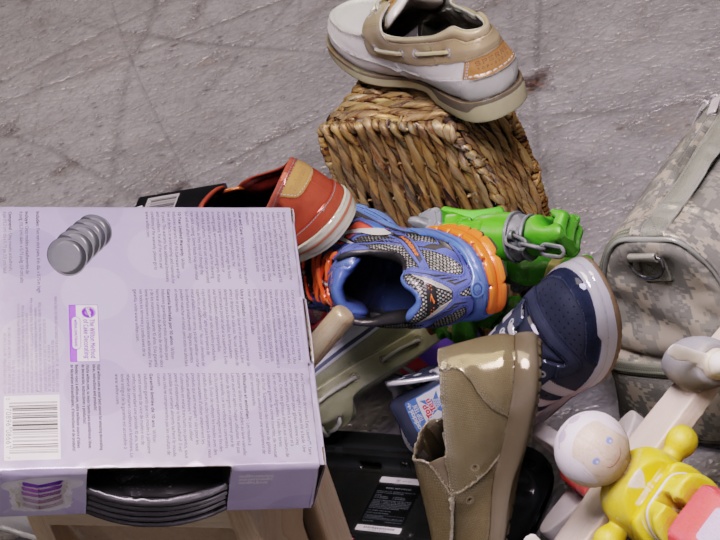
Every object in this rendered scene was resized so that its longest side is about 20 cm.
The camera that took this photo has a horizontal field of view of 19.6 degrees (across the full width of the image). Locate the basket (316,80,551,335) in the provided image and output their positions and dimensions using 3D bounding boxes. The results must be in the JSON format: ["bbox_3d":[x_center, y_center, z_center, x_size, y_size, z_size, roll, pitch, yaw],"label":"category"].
[{"bbox_3d":[0.077,-0.066,1.544,0.142,0.201,0.149,0,35,29],"label":"basket"}]

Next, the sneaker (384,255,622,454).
[{"bbox_3d":[0.084,0.064,1.299,0.108,0.200,0.070,-18,70,-24],"label":"sneaker"}]

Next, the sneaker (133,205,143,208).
[{"bbox_3d":[-0.150,0.038,1.284,0.074,0.082,0.200,-22,27,21],"label":"sneaker"}]

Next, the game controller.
[{"bbox_3d":[0.028,0.154,1.391,0.199,0.042,0.105,2,50,30],"label":"game controller"}]

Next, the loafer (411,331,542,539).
[{"bbox_3d":[0.063,0.123,1.261,0.067,0.201,0.076,12,22,4],"label":"loafer"}]

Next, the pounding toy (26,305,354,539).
[{"bbox_3d":[-0.085,0.144,1.295,0.183,0.201,0.142,-2,34,24],"label":"pounding toy"}]

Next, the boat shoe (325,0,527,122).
[{"bbox_3d":[0.041,-0.167,1.463,0.075,0.069,0.200,-35,36,-24],"label":"boat shoe"}]

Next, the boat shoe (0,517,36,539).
[{"bbox_3d":[-0.182,0.173,1.434,0.201,0.075,0.086,-1,36,9],"label":"boat shoe"}]

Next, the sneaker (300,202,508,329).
[{"bbox_3d":[0.000,0.000,1.350,0.078,0.076,0.199,-18,13,-42],"label":"sneaker"}]

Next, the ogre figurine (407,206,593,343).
[{"bbox_3d":[0.100,0.007,1.416,0.119,0.099,0.200,12,-2,18],"label":"ogre figurine"}]

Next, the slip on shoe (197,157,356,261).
[{"bbox_3d":[-0.090,-0.026,1.386,0.199,0.061,0.074,-21,34,42],"label":"slip on shoe"}]

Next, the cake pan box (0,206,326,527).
[{"bbox_3d":[-0.120,0.051,1.199,0.183,0.052,0.201,-3,52,-9],"label":"cake pan box"}]

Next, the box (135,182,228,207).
[{"bbox_3d":[-0.128,0.050,1.524,0.078,0.142,0.200,-8,32,15],"label":"box"}]

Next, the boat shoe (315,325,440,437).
[{"bbox_3d":[-0.027,0.080,1.424,0.200,0.062,0.072,-40,-4,-18],"label":"boat shoe"}]

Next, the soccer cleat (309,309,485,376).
[{"bbox_3d":[-0.005,0.033,1.505,0.199,0.069,0.073,25,15,16],"label":"soccer cleat"}]

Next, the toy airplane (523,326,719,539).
[{"bbox_3d":[0.159,0.126,1.253,0.198,0.141,0.201,-25,40,31],"label":"toy airplane"}]

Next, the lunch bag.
[{"bbox_3d":[0.242,-0.006,1.397,0.139,0.168,0.200,5,37,33],"label":"lunch bag"}]
